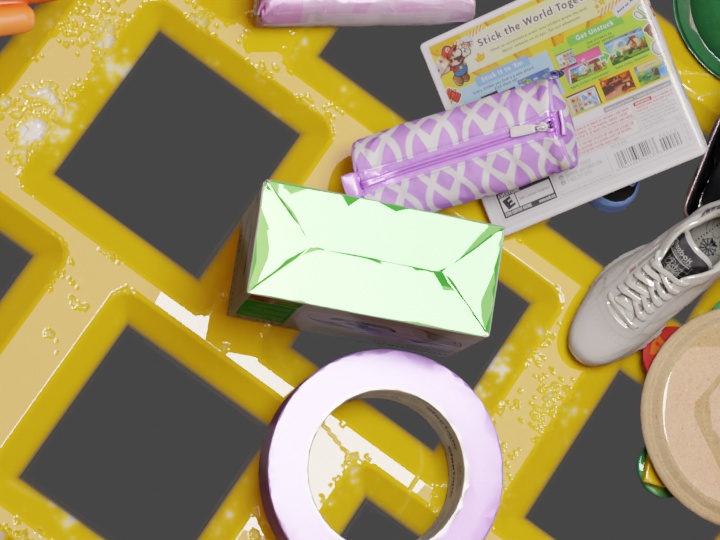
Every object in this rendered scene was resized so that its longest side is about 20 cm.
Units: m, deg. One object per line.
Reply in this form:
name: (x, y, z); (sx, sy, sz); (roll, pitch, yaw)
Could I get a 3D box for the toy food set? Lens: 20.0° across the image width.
toy food set: (0.332, 0.124, 1.778); (0.196, 0.049, 0.202); (17, 79, -7)

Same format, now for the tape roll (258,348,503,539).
tape roll: (0.016, 0.169, 1.707); (0.198, 0.066, 0.202); (1, 82, -10)

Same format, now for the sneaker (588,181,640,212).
sneaker: (0.207, -0.153, 1.784); (0.069, 0.078, 0.202); (-12, 83, -12)

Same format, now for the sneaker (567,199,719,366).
sneaker: (0.252, 0.008, 1.737); (0.200, 0.080, 0.077); (-43, 84, 14)

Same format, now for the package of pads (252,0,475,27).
package of pads: (0.001, -0.272, 1.769); (0.198, 0.076, 0.122); (-2, 84, -10)

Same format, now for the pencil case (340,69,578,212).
pencil case: (0.088, -0.098, 1.717); (0.198, 0.086, 0.085); (-18, 99, 15)

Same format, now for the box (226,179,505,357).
box: (0.000, 0.000, 1.673); (0.198, 0.176, 0.098); (11, 80, -8)

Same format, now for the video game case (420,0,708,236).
video game case: (0.173, -0.148, 1.748); (0.199, 0.023, 0.183); (-22, 91, 20)

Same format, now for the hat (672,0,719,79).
hat: (0.393, -0.250, 1.781); (0.198, 0.176, 0.167); (10, 80, -8)

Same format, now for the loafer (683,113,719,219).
loafer: (0.339, -0.121, 1.766); (0.072, 0.063, 0.201); (34, 110, 33)

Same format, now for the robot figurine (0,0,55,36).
robot figurine: (-0.314, -0.273, 1.692); (0.198, 0.117, 0.145); (-7, 114, -11)
